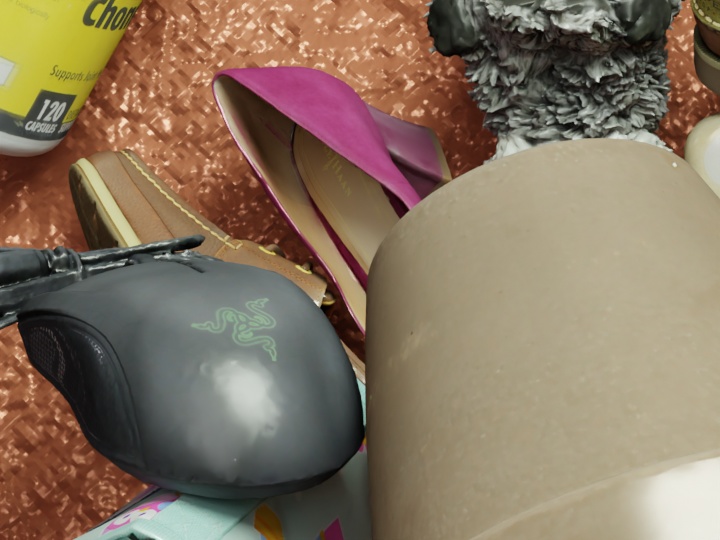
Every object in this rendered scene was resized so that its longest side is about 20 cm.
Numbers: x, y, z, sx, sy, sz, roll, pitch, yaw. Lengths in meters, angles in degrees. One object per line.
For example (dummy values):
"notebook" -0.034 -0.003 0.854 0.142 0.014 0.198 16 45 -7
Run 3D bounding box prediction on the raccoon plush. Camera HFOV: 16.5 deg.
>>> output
"raccoon plush" 0.102 -0.085 0.984 0.097 0.134 0.200 9 41 28

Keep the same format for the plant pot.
"plant pot" 0.075 0.061 0.753 0.200 0.200 0.175 -20 60 3

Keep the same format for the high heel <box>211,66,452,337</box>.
"high heel" 0.000 0.000 0.918 0.067 0.096 0.200 -58 32 26

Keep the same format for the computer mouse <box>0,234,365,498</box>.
"computer mouse" -0.069 0.017 0.824 0.138 0.200 0.053 -7 111 -29

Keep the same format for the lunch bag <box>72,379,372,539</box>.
"lunch bag" -0.063 0.139 0.839 0.122 0.170 0.200 26 113 17

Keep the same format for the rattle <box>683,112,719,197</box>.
"rattle" 0.213 -0.012 0.888 0.200 0.143 0.130 5 81 10

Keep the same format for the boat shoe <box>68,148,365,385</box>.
"boat shoe" -0.042 0.026 0.966 0.068 0.072 0.200 -32 67 -18

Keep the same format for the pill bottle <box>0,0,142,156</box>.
"pill bottle" -0.123 -0.154 0.977 0.112 0.112 0.200 37 106 19

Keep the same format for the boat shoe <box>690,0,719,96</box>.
"boat shoe" 0.193 -0.145 0.940 0.072 0.068 0.200 19 51 27
